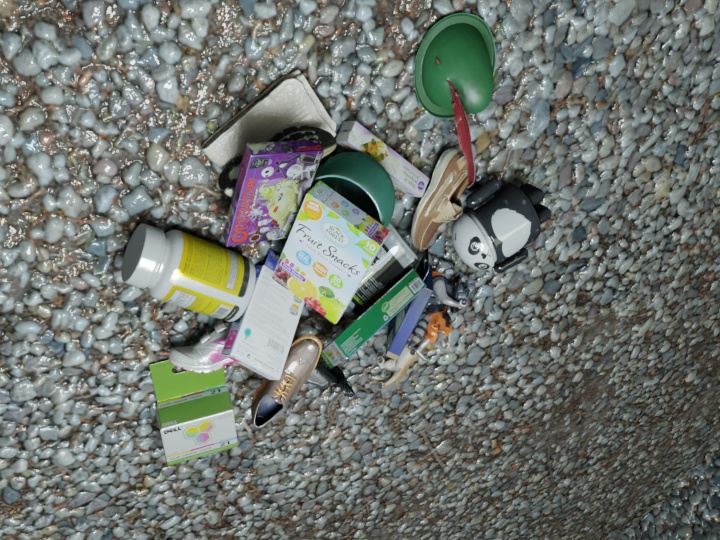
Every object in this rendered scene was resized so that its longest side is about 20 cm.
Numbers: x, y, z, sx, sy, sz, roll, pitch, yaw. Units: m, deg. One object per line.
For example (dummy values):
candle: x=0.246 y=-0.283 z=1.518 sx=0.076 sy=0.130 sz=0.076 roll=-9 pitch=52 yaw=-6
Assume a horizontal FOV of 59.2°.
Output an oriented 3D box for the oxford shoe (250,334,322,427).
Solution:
oxford shoe: x=-0.135 y=0.209 z=1.173 sx=0.070 sy=0.073 sz=0.202 roll=31 pitch=106 yaw=-14

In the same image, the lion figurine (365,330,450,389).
lion figurine: x=0.105 y=0.188 z=1.394 sx=0.199 sy=0.074 sz=0.121 roll=-40 pitch=159 yaw=23

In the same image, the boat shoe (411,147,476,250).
boat shoe: x=0.153 y=-0.122 z=1.180 sx=0.075 sy=0.071 sz=0.205 roll=-25 pitch=141 yaw=-55

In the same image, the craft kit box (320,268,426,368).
craft kit box: x=0.018 y=0.095 z=1.188 sx=0.199 sy=0.049 sz=0.198 roll=-41 pitch=174 yaw=-17

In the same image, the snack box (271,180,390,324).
snack box: x=-0.054 y=-0.025 z=1.040 sx=0.140 sy=0.053 sz=0.202 roll=34 pitch=132 yaw=3

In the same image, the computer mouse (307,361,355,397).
computer mouse: x=-0.105 y=0.189 z=1.269 sx=0.195 sy=0.138 sz=0.054 roll=21 pitch=92 yaw=-20

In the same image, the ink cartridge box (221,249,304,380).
ink cartridge box: x=-0.166 y=0.080 z=1.150 sx=0.118 sy=0.041 sz=0.205 roll=35 pitch=63 yaw=-38

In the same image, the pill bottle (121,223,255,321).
pill bottle: x=-0.281 y=0.003 z=1.045 sx=0.197 sy=0.115 sz=0.116 roll=23 pitch=111 yaw=-35

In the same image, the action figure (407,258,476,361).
action figure: x=0.162 y=0.068 z=1.273 sx=0.101 sy=0.199 sz=0.201 roll=12 pitch=160 yaw=-1

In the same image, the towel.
towel: x=-0.141 y=-0.211 z=1.018 sx=0.198 sy=0.035 sz=0.133 roll=-39 pitch=129 yaw=3

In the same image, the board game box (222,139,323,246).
board game box: x=-0.137 y=-0.115 z=0.970 sx=0.117 sy=0.033 sz=0.202 roll=-7 pitch=147 yaw=-28

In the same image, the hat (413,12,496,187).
hat: x=0.192 y=-0.290 z=1.029 sx=0.162 sy=0.177 sz=0.204 roll=-23 pitch=130 yaw=-8

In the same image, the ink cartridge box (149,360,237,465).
ink cartridge box: x=-0.322 y=0.264 z=1.228 sx=0.143 sy=0.076 sz=0.205 roll=-11 pitch=128 yaw=-18

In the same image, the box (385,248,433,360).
box: x=0.105 y=0.065 z=1.271 sx=0.032 sy=0.122 sz=0.204 roll=22 pitch=114 yaw=-4

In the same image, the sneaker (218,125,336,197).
sneaker: x=-0.124 y=-0.158 z=1.006 sx=0.195 sy=0.078 sz=0.089 roll=-24 pitch=143 yaw=1

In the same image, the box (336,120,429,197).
box: x=0.041 y=-0.192 z=1.108 sx=0.198 sy=0.041 sz=0.040 roll=30 pitch=81 yaw=-38

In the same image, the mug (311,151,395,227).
mug: x=-0.030 y=-0.121 z=1.074 sx=0.179 sy=0.115 sz=0.156 roll=8 pitch=128 yaw=20

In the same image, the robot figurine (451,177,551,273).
robot figurine: x=0.273 y=-0.087 z=1.241 sx=0.197 sy=0.153 sz=0.125 roll=-31 pitch=166 yaw=-2

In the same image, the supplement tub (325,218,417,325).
supplement tub: x=0.000 y=0.000 z=1.173 sx=0.199 sy=0.123 sz=0.123 roll=-41 pitch=130 yaw=5

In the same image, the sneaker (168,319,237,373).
sneaker: x=-0.256 y=0.131 z=1.170 sx=0.194 sy=0.081 sz=0.092 roll=-7 pitch=98 yaw=-19
